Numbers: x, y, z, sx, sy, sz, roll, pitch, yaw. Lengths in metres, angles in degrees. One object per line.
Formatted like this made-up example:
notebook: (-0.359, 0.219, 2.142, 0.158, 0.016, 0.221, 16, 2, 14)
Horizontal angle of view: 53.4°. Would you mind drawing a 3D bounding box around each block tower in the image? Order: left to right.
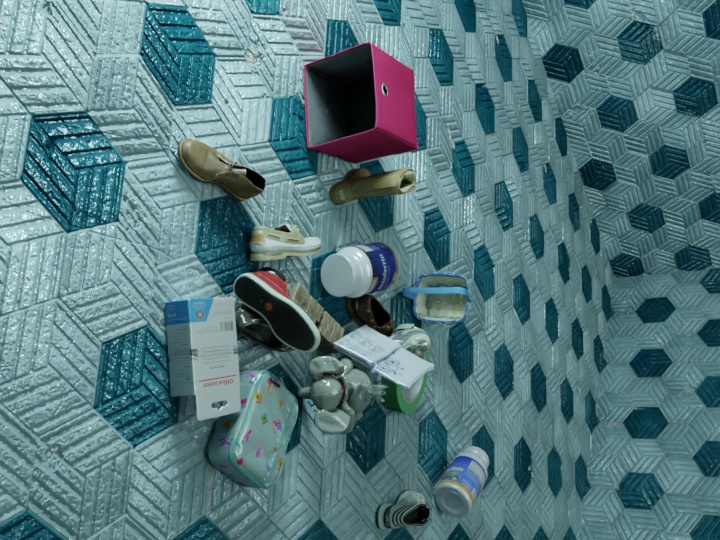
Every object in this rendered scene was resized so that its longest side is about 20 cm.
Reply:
block tower: (-0.106, 0.105, 1.537, 0.201, 0.057, 0.055, 51, 45, -42)

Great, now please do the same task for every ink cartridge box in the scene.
ink cartridge box: (-0.275, 0.153, 1.254, 0.115, 0.065, 0.206, 2, 83, -57)

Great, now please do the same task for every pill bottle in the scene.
pill bottle: (0.000, 0.000, 1.664, 0.198, 0.113, 0.119, -12, 95, -56)
pill bottle: (0.294, 0.591, 2.023, 0.200, 0.110, 0.115, -41, 118, -53)

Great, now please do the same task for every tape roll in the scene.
tape roll: (0.116, 0.258, 1.823, 0.199, 0.047, 0.206, -25, 118, -59)

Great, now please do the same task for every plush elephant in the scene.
plush elephant: (-0.057, 0.258, 1.501, 0.152, 0.198, 0.169, 9, 75, -32)

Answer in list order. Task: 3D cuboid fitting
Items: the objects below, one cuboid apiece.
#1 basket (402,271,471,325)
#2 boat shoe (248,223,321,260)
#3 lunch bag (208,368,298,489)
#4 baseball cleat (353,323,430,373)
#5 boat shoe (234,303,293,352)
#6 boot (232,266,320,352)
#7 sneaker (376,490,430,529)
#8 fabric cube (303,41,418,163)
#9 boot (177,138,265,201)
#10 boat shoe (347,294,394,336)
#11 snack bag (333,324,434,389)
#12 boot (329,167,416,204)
basket: (0.221, 0.073, 1.940, 0.200, 0.172, 0.143, 36, 58, -62)
boat shoe: (-0.149, -0.062, 1.480, 0.198, 0.073, 0.070, -10, 99, -56)
lunch bag: (-0.192, 0.297, 1.349, 0.161, 0.076, 0.203, 51, 45, -39)
baseball cleat: (0.070, 0.186, 1.723, 0.107, 0.195, 0.071, -106, -174, -63)
boat shoe: (-0.178, 0.127, 1.399, 0.199, 0.067, 0.057, 31, 15, -44)
boot: (-0.140, 0.069, 1.387, 0.199, 0.073, 0.144, 41, 17, 7)
sneaker: (0.136, 0.601, 1.771, 0.199, 0.113, 0.078, 1, 83, -57)
fabric cube: (0.004, -0.377, 1.657, 0.198, 0.196, 0.202, 8, 76, -56)
boot: (-0.255, -0.194, 1.339, 0.199, 0.074, 0.076, 30, 62, -50)
boat shoe: (0.043, 0.125, 1.751, 0.200, 0.069, 0.072, 47, 44, -45)
snack bag: (0.056, 0.188, 1.581, 0.188, 0.197, 0.022, -16, 132, -65)
boot: (0.047, -0.208, 1.694, 0.175, 0.196, 0.067, -46, 122, -49)
